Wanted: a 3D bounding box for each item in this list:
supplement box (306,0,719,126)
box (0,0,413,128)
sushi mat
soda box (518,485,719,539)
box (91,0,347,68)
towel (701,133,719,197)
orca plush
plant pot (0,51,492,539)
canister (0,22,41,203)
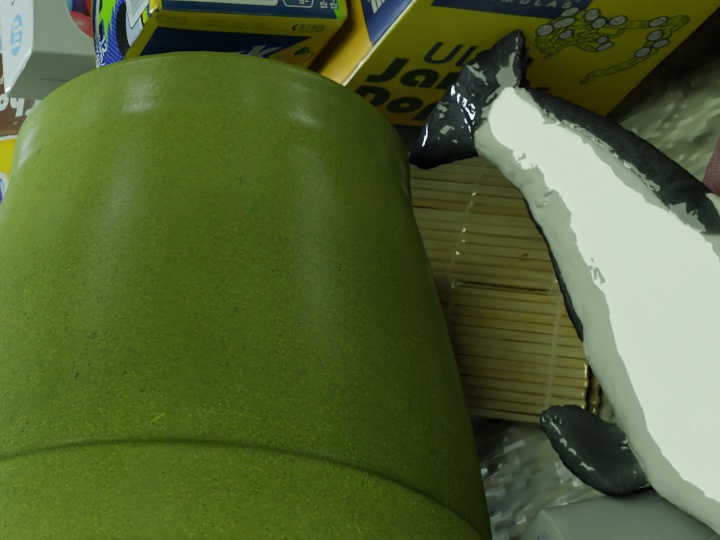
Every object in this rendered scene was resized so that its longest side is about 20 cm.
[{"bbox_3d":[0.037,-0.159,0.886,0.110,0.109,0.200,134,133,-54],"label":"supplement box"},{"bbox_3d":[-0.054,-0.153,0.937,0.041,0.156,0.200,132,136,-57],"label":"box"},{"bbox_3d":[0.000,0.000,0.927,0.200,0.012,0.096,6,77,29],"label":"sushi mat"},{"bbox_3d":[0.115,0.159,0.768,0.200,0.068,0.063,57,135,31],"label":"soda box"},{"bbox_3d":[-0.058,-0.160,0.877,0.064,0.070,0.200,135,132,-58],"label":"box"},{"bbox_3d":[0.177,0.009,0.771,0.023,0.144,0.200,-19,57,-27],"label":"towel"},{"bbox_3d":[0.094,0.020,0.825,0.200,0.071,0.105,38,88,20],"label":"orca plush"},{"bbox_3d":[-0.049,0.044,0.800,0.200,0.200,0.193,-13,57,23],"label":"plant pot"},{"bbox_3d":[-0.136,-0.018,0.956,0.148,0.087,0.200,-9,66,36],"label":"canister"}]
